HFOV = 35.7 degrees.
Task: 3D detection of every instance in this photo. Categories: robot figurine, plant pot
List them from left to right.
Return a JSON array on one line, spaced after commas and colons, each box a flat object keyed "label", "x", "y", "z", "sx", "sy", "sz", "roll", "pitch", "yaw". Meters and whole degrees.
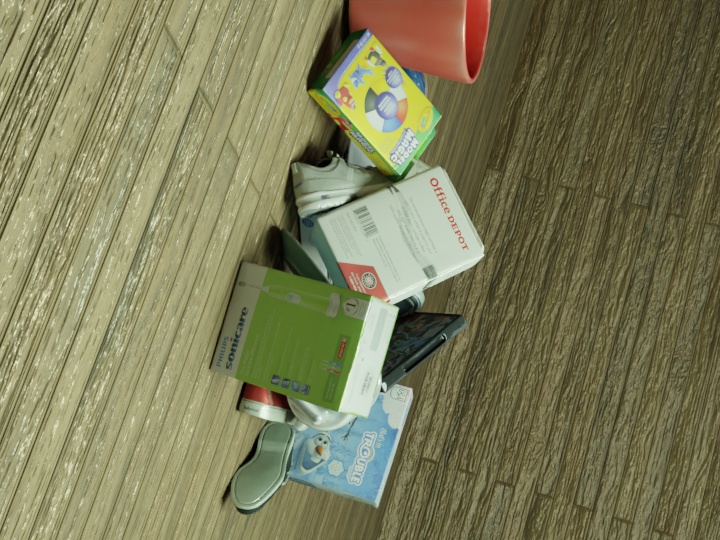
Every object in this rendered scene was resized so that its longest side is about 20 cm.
[{"label": "robot figurine", "x": -0.036, "y": 0.164, "z": 1.617, "sx": 0.170, "sy": 0.113, "sz": 0.200, "roll": -46, "pitch": 171, "yaw": 15}, {"label": "plant pot", "x": 0.085, "y": -0.377, "z": 1.609, "sx": 0.200, "sy": 0.175, "sz": 0.203, "roll": 6, "pitch": 90, "yaw": -75}]

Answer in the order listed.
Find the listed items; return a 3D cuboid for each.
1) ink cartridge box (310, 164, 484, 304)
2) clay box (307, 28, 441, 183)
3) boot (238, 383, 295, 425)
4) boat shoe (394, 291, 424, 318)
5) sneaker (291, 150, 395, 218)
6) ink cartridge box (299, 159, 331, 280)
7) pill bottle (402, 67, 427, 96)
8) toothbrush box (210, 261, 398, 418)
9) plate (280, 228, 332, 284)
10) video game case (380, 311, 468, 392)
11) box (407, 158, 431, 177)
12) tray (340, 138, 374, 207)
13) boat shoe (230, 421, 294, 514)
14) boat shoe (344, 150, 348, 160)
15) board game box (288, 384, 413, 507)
[{"label": "ink cartridge box", "x": 0.051, "y": -0.037, "z": 1.564, "sx": 0.148, "sy": 0.198, "sz": 0.083, "roll": 64, "pitch": -15, "yaw": 10}, {"label": "clay box", "x": 0.031, "y": -0.223, "z": 1.557, "sx": 0.200, "sy": 0.047, "sz": 0.115, "roll": 44, "pitch": 70, "yaw": -27}, {"label": "boot", "x": -0.112, "y": 0.153, "z": 1.662, "sx": 0.200, "sy": 0.072, "sz": 0.146, "roll": 44, "pitch": 60, "yaw": -73}, {"label": "boat shoe", "x": 0.010, "y": 0.076, "z": 1.858, "sx": 0.071, "sy": 0.199, "sz": 0.091, "roll": 60, "pitch": 39, "yaw": -28}, {"label": "sneaker", "x": -0.020, "y": -0.135, "z": 1.582, "sx": 0.199, "sy": 0.074, "sz": 0.083, "roll": -19, "pitch": 90, "yaw": -52}, {"label": "ink cartridge box", "x": -0.057, "y": -0.064, "z": 1.704, "sx": 0.201, "sy": 0.044, "sz": 0.095, "roll": 90, "pitch": 17, "yaw": -52}, {"label": "pill bottle", "x": 0.030, "y": -0.266, "z": 1.696, "sx": 0.200, "sy": 0.111, "sz": 0.113, "roll": -46, "pitch": 149, "yaw": -68}, {"label": "toothbrush box", "x": -0.071, "y": 0.086, "z": 1.403, "sx": 0.086, "sy": 0.198, "sz": 0.147, "roll": 25, "pitch": 79, "yaw": -62}, {"label": "plate", "x": -0.057, "y": 0.029, "z": 1.542, "sx": 0.025, "sy": 0.201, "sz": 0.200, "roll": -36, "pitch": 161, "yaw": -7}, {"label": "video game case", "x": 0.053, "y": 0.127, "z": 1.794, "sx": 0.180, "sy": 0.026, "sz": 0.200, "roll": -36, "pitch": -165, "yaw": -22}, {"label": "box", "x": 0.045, "y": -0.102, "z": 1.851, "sx": 0.200, "sy": 0.077, "sz": 0.096, "roll": -38, "pitch": -153, "yaw": 57}, {"label": "tray", "x": 0.009, "y": -0.121, "z": 1.694, "sx": 0.107, "sy": 0.022, "sz": 0.202, "roll": 35, "pitch": 45, "yaw": -33}, {"label": "boat shoe", "x": -0.142, "y": 0.311, "z": 1.695, "sx": 0.200, "sy": 0.075, "sz": 0.061, "roll": -56, "pitch": 153, "yaw": -57}, {"label": "boat shoe", "x": -0.002, "y": -0.149, "z": 1.801, "sx": 0.200, "sy": 0.066, "sz": 0.075, "roll": -55, "pitch": 157, "yaw": -60}, {"label": "board game box", "x": -0.035, "y": 0.263, "z": 1.838, "sx": 0.043, "sy": 0.197, "sz": 0.202, "roll": 82, "pitch": 25, "yaw": -63}]
